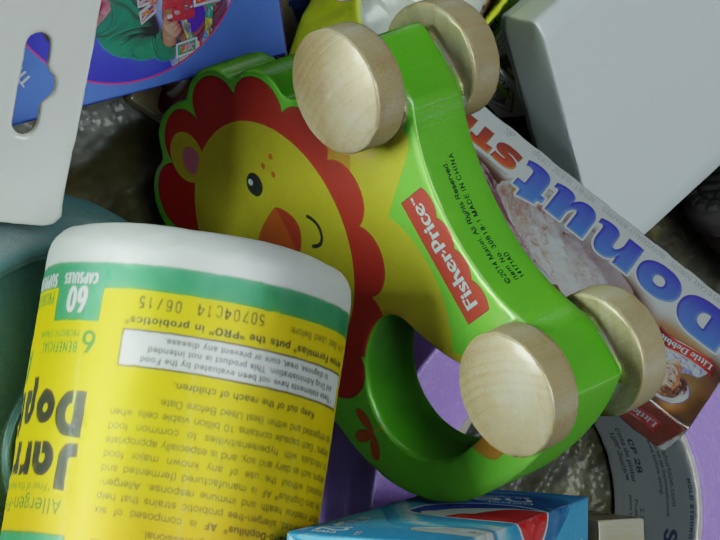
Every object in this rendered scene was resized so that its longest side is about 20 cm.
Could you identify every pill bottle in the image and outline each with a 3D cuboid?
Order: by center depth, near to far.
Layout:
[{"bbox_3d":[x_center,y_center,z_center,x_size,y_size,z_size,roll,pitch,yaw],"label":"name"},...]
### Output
[{"bbox_3d":[-0.071,0.091,0.918,0.113,0.113,0.200,13,80,-29],"label":"pill bottle"}]

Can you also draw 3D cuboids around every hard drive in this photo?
[{"bbox_3d":[0.147,-0.108,1.156,0.200,0.027,0.132,-41,129,-31],"label":"hard drive"}]

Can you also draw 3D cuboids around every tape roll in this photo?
[{"bbox_3d":[0.074,0.106,1.122,0.200,0.066,0.200,1,88,-30],"label":"tape roll"}]

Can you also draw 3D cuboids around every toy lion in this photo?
[{"bbox_3d":[0.000,0.000,0.987,0.069,0.192,0.200,-22,78,-39],"label":"toy lion"}]

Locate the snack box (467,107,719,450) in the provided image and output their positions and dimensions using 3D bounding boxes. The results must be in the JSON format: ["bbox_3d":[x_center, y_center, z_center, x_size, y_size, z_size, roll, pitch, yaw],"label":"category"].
[{"bbox_3d":[0.069,-0.013,1.081,0.200,0.024,0.072,39,51,2],"label":"snack box"}]

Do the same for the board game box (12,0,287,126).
[{"bbox_3d":[-0.109,-0.167,0.996,0.134,0.045,0.200,-17,113,-25],"label":"board game box"}]

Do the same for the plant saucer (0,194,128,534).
[{"bbox_3d":[-0.115,0.070,0.972,0.200,0.027,0.200,0,89,-45],"label":"plant saucer"}]

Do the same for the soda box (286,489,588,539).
[{"bbox_3d":[0.033,0.122,0.956,0.200,0.064,0.068,1,91,-73],"label":"soda box"}]

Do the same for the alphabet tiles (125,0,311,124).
[{"bbox_3d":[-0.016,-0.131,1.106,0.167,0.008,0.200,34,73,-25],"label":"alphabet tiles"}]

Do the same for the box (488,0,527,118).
[{"bbox_3d":[0.088,-0.177,1.143,0.110,0.035,0.200,43,69,-22],"label":"box"}]

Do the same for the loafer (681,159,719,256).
[{"bbox_3d":[0.234,-0.057,1.221,0.200,0.073,0.071,-35,117,-21],"label":"loafer"}]

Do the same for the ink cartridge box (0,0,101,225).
[{"bbox_3d":[-0.199,-0.087,0.922,0.200,0.067,0.117,7,111,-18],"label":"ink cartridge box"}]

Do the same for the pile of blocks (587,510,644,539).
[{"bbox_3d":[0.135,0.170,1.083,0.200,0.062,0.082,38,71,-24],"label":"pile of blocks"}]

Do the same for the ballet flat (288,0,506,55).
[{"bbox_3d":[0.042,-0.132,1.054,0.067,0.067,0.200,43,69,-5],"label":"ballet flat"}]
